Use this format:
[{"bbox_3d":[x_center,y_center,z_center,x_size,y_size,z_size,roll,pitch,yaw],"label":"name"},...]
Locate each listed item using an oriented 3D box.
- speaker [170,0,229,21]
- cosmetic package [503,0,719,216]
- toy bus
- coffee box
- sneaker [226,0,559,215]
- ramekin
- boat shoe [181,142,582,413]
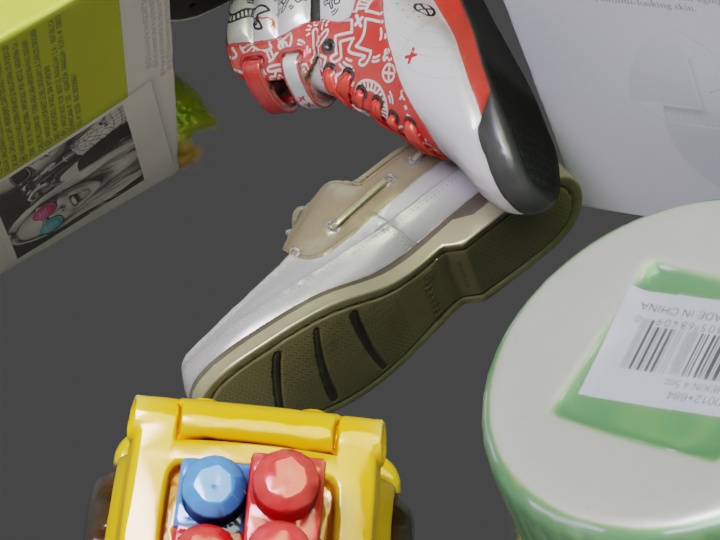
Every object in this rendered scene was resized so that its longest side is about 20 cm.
[{"bbox_3d":[-0.109,-0.208,1.209,0.081,0.081,0.200,-30,73,-15],"label":"speaker"},{"bbox_3d":[0.176,-0.123,1.172,0.199,0.200,0.123,10,56,29],"label":"cosmetic package"},{"bbox_3d":[-0.046,0.145,1.073,0.135,0.192,0.201,6,73,-2],"label":"toy bus"},{"bbox_3d":[-0.213,-0.114,1.184,0.197,0.200,0.200,-31,71,-15],"label":"coffee box"},{"bbox_3d":[0.008,-0.084,1.212,0.108,0.067,0.202,-31,59,14],"label":"sneaker"},{"bbox_3d":[0.146,0.065,1.132,0.199,0.098,0.201,-17,43,16],"label":"ramekin"},{"bbox_3d":[0.000,0.000,1.223,0.200,0.075,0.068,-31,55,-16],"label":"boat shoe"}]
